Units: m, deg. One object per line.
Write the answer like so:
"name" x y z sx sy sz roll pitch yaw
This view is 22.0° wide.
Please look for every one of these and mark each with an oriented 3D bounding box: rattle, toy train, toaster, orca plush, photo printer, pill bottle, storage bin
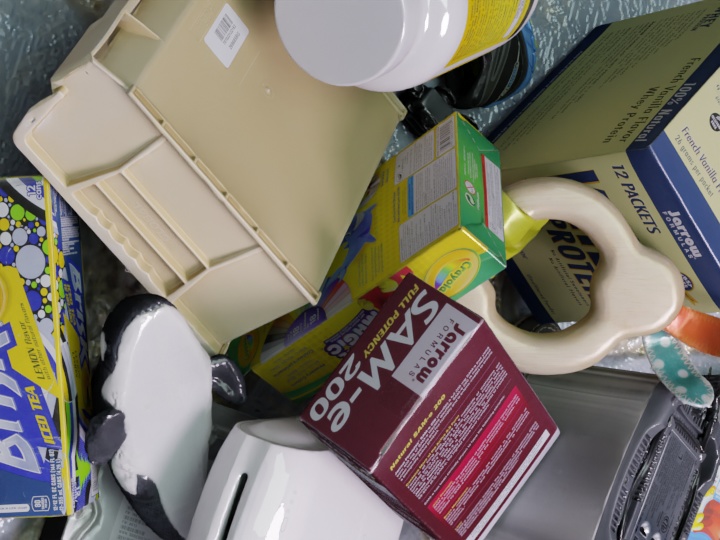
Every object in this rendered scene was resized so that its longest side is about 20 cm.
"rattle" 0.148 0.014 1.213 0.199 0.143 0.131 14 81 -6
"toy train" 0.010 -0.152 1.259 0.200 0.046 0.034 49 68 -24
"toaster" 0.151 0.139 1.227 0.114 0.129 0.200 43 64 -48
"orca plush" -0.122 0.091 1.126 0.105 0.071 0.200 -40 131 -16
"photo printer" -0.043 0.170 1.151 0.200 0.069 0.167 5 102 -65
"pill bottle" 0.029 -0.173 1.141 0.200 0.112 0.113 -33 110 -60
"storage bin" -0.087 -0.092 1.125 0.199 0.094 0.200 49 40 -22

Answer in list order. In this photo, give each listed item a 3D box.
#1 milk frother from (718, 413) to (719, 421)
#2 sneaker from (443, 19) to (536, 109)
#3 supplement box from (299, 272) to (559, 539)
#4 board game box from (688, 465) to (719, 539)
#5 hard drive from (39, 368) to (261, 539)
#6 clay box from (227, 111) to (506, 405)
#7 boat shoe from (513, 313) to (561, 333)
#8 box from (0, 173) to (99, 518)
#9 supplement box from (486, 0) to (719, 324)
"milk frother" 0.344 0.176 1.380 0.180 0.200 0.189 13 83 -27
"sneaker" 0.058 -0.202 1.272 0.083 0.071 0.200 -35 111 -33
"supplement box" 0.047 0.093 1.111 0.109 0.061 0.200 -53 152 -9
"board game box" 0.173 0.216 1.330 0.103 0.105 0.200 31 76 -29
"hard drive" -0.133 0.176 1.181 0.139 0.038 0.201 24 78 -30
"clay box" 0.000 0.000 1.156 0.048 0.200 0.115 38 32 -28
"boat shoe" 0.117 0.129 1.321 0.067 0.057 0.201 24 79 -30
"box" -0.202 0.044 1.104 0.070 0.064 0.201 -3 92 8
"supplement box" 0.211 -0.078 1.280 0.200 0.200 0.134 -46 112 -30
